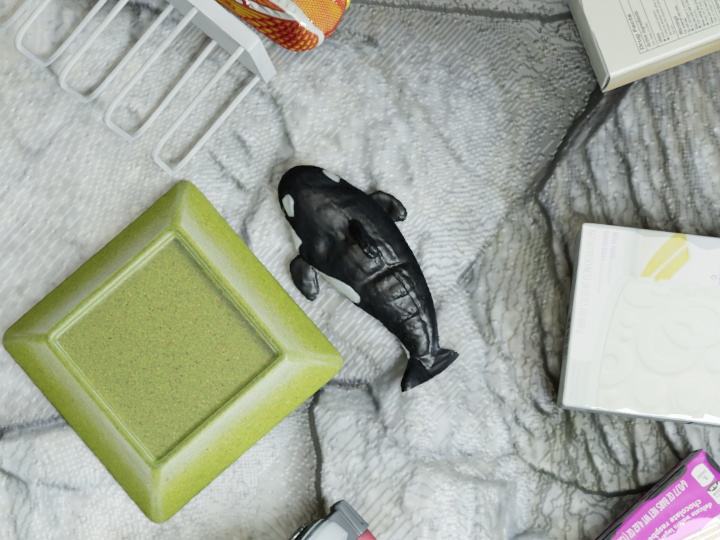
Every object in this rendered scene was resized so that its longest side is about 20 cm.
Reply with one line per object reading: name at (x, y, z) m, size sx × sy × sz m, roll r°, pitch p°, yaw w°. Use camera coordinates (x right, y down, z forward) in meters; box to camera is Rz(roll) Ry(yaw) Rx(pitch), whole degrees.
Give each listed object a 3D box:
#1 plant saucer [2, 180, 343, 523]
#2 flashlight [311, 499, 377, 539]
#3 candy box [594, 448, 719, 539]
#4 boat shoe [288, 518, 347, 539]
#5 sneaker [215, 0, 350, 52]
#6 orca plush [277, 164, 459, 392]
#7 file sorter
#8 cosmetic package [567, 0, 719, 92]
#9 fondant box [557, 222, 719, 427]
plant saucer at (-0.150, 0.061, 1.681) m, size 0.200 × 0.048 × 0.200 m, roll -41°, pitch 84°, yaw -3°
flashlight at (0.027, 0.271, 1.647) m, size 0.068 × 0.068 × 0.200 m, roll -40°, pitch 89°, yaw 17°
candy box at (0.276, 0.255, 1.641) m, size 0.136 × 0.061 × 0.200 m, roll -42°, pitch 85°, yaw -4°
boat shoe at (-0.087, 0.246, 1.612) m, size 0.071 × 0.072 × 0.200 m, roll 45°, pitch 118°, yaw 10°
sneaker at (-0.098, -0.252, 1.714) m, size 0.200 × 0.073 × 0.077 m, roll 36°, pitch 64°, yaw 1°
orca plush at (0.000, 0.000, 1.671) m, size 0.105 × 0.071 × 0.200 m, roll -22°, pitch 84°, yaw -1°
file sorter at (-0.184, -0.183, 1.665) m, size 0.200 × 0.139 × 0.125 m, roll 40°, pitch 89°, yaw 5°
cosmetic package at (0.267, -0.224, 1.689) m, size 0.200 × 0.071 × 0.105 m, roll -19°, pitch 84°, yaw -1°
fondant box at (0.260, 0.047, 1.666) m, size 0.199 × 0.058 × 0.145 m, roll 7°, pitch 84°, yaw 1°
